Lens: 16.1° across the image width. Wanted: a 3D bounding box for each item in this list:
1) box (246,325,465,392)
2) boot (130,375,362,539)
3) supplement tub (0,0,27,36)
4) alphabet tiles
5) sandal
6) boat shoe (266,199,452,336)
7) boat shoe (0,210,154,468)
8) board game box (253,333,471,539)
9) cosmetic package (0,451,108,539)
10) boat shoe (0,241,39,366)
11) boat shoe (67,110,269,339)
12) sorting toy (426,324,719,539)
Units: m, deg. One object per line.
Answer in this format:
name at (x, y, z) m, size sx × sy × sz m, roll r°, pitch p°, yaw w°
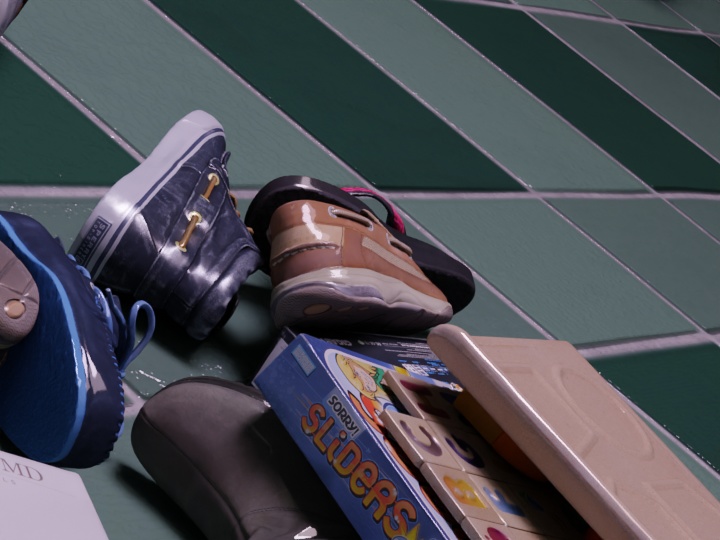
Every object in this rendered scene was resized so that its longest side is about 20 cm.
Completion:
box at (0.055, 0.099, 1.367) m, size 0.159 × 0.046 × 0.200 m, roll 44°, pitch 21°, yaw 31°
boot at (-0.040, 0.122, 1.113) m, size 0.200 × 0.068 × 0.131 m, roll 40°, pitch 17°, yaw 14°
supplement tub at (-0.246, -0.195, 1.501) m, size 0.122 × 0.123 × 0.200 m, roll 30°, pitch 19°, yaw -7°
alphabet tiles at (0.092, 0.115, 1.175) m, size 0.200 × 0.006 × 0.166 m, roll 19°, pitch 28°, yaw -52°
sandal at (-0.004, -0.018, 1.501) m, size 0.200 × 0.075 × 0.045 m, roll 28°, pitch 42°, yaw -51°
boat shoe at (0.000, 0.000, 1.413) m, size 0.200 × 0.076 × 0.072 m, roll 30°, pitch 45°, yaw -73°
boat shoe at (-0.134, 0.026, 1.186) m, size 0.069 × 0.084 × 0.200 m, roll 21°, pitch 24°, yaw -30°
board game box at (0.048, 0.121, 1.146) m, size 0.135 × 0.034 × 0.200 m, roll 21°, pitch 28°, yaw -56°
cosmetic package at (-0.131, 0.142, 0.910) m, size 0.102 × 0.074 × 0.200 m, roll 20°, pitch 23°, yaw -34°
boat shoe at (-0.235, -0.018, 1.149) m, size 0.200 × 0.073 × 0.074 m, roll 43°, pitch 24°, yaw 17°
boat shoe at (-0.092, -0.021, 1.410) m, size 0.091 × 0.071 × 0.200 m, roll 35°, pitch 24°, yaw -1°
sorting toy at (0.122, 0.103, 1.213) m, size 0.185 × 0.036 × 0.200 m, roll 48°, pitch 13°, yaw 20°
